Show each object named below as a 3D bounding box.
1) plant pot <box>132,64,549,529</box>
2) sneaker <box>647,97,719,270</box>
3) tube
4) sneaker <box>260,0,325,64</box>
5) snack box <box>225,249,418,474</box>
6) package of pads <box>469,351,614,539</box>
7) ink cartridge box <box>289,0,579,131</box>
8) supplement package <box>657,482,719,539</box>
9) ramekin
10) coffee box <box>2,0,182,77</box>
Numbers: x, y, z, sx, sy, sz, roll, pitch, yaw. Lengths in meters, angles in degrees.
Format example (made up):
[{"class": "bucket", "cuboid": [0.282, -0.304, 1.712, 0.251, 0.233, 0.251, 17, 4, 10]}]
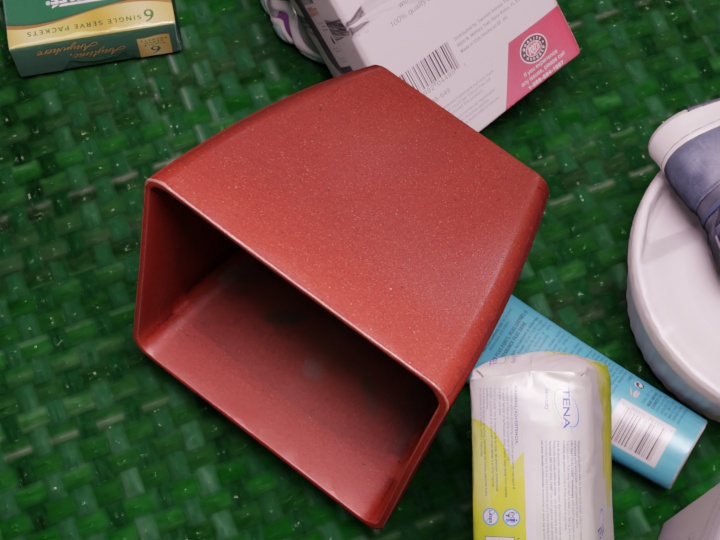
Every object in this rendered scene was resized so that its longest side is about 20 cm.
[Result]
[{"class": "plant pot", "cuboid": [0.000, 0.000, 0.838, 0.200, 0.200, 0.176, 37, 60, 10]}, {"class": "sneaker", "cuboid": [0.296, -0.055, 0.837, 0.202, 0.077, 0.146, -23, 59, 0]}, {"class": "tube", "cuboid": [0.126, 0.069, 0.913, 0.200, 0.050, 0.077, 31, 68, 15]}, {"class": "sneaker", "cuboid": [-0.048, -0.248, 0.971, 0.078, 0.140, 0.200, -27, 72, -11]}, {"class": "snack box", "cuboid": [-0.036, 0.034, 0.930, 0.072, 0.024, 0.200, -23, 72, -11]}, {"class": "package of pads", "cuboid": [0.108, 0.122, 0.789, 0.068, 0.200, 0.155, -2, 87, 12]}, {"class": "ink cartridge box", "cuboid": [0.034, -0.192, 0.929, 0.146, 0.085, 0.200, -38, 118, -14]}, {"class": "supplement package", "cuboid": [0.224, 0.196, 0.785, 0.114, 0.200, 0.110, 24, 72, 6]}, {"class": "ramekin", "cuboid": [0.266, 0.012, 0.911, 0.202, 0.094, 0.203, 1, 70, -2]}, {"class": "coffee box", "cuboid": [-0.204, -0.245, 1.017, 0.123, 0.044, 0.200, -9, 70, -5]}]
